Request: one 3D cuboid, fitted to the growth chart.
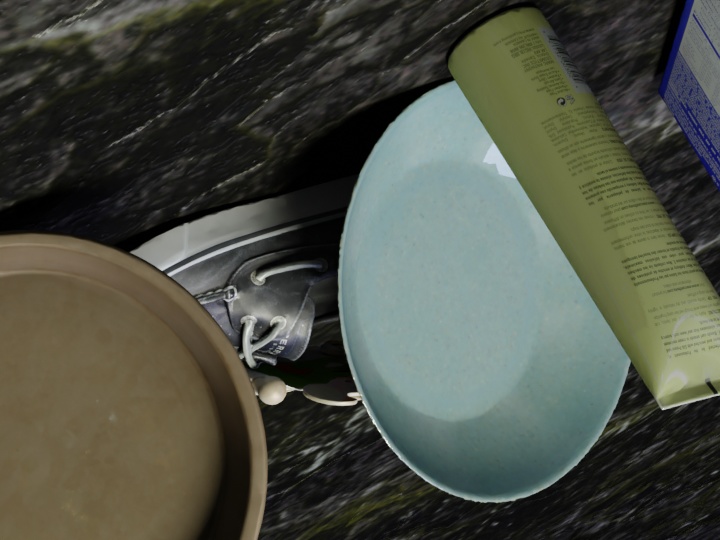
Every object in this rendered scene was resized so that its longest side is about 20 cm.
[{"bbox_3d":[0.003,0.046,1.457,0.200,0.018,0.145,-3,-170,-36],"label":"growth chart"}]

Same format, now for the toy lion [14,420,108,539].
[{"bbox_3d":[-0.152,0.143,1.330,0.069,0.192,0.200,-21,170,-29],"label":"toy lion"}]

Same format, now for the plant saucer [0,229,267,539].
[{"bbox_3d":[-0.139,0.083,1.226,0.200,0.200,0.029,-30,-178,-3],"label":"plant saucer"}]

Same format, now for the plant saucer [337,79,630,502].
[{"bbox_3d":[0.052,0.009,1.384,0.201,0.202,0.039,-14,-173,-42],"label":"plant saucer"}]

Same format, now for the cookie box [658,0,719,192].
[{"bbox_3d":[0.244,-0.138,1.422,0.171,0.075,0.200,-29,163,-12],"label":"cookie box"}]

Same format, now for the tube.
[{"bbox_3d":[0.107,-0.025,1.302,0.058,0.200,0.052,-29,160,-6],"label":"tube"}]

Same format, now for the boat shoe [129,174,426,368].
[{"bbox_3d":[-0.049,0.012,1.371,0.200,0.068,0.072,-18,159,-35],"label":"boat shoe"}]
